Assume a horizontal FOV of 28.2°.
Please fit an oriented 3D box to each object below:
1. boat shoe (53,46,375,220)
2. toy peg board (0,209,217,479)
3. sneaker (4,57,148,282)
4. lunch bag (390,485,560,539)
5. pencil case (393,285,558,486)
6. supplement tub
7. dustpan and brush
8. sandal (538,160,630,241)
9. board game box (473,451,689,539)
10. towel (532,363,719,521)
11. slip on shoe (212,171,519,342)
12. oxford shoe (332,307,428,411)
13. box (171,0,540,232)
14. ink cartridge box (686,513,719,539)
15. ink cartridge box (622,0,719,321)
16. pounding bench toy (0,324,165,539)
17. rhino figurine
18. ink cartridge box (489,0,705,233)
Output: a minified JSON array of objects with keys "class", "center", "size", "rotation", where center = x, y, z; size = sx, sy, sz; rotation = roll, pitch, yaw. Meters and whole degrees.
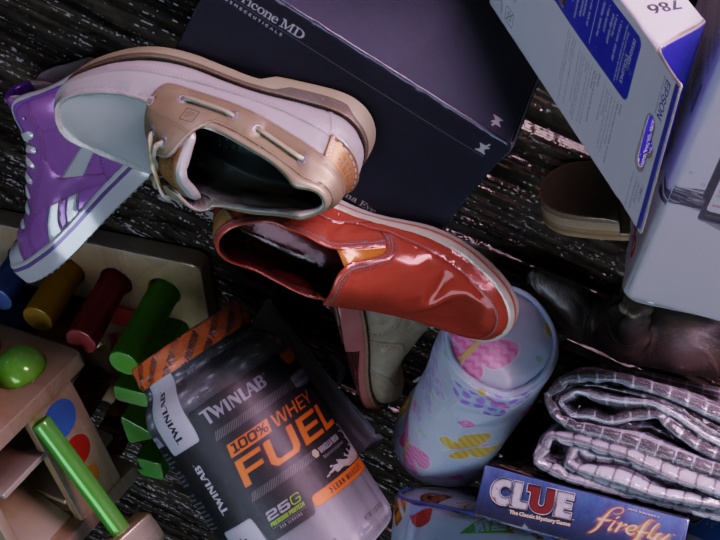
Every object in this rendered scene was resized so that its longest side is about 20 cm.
[{"class":"boat shoe","center":[-0.095,-0.077,0.824],"size":[0.198,0.069,0.075],"rotation":[8,136,19]},{"class":"toy peg board","center":[-0.222,0.069,1.169],"size":[0.197,0.098,0.201],"rotation":[11,137,14]},{"class":"sneaker","center":[-0.223,-0.080,1.043],"size":[0.114,0.073,0.200],"rotation":[40,125,-13]},{"class":"lunch bag","center":[0.128,0.213,1.059],"size":[0.199,0.076,0.160],"rotation":[13,-179,41]},{"class":"pencil case","center":[0.079,0.086,1.029],"size":[0.082,0.091,0.200],"rotation":[6,153,-7]},{"class":"supplement tub","center":[-0.076,0.131,1.053],"size":[0.122,0.122,0.201],"rotation":[-33,90,44]},{"class":"dustpan and brush","center":[-0.049,0.110,1.159],"size":[0.140,0.057,0.200],"rotation":[50,142,10]},{"class":"sandal","center":[0.217,-0.018,0.898],"size":[0.210,0.078,0.070],"rotation":[10,141,27]},{"class":"board game box","center":[0.158,0.163,1.002],"size":[0.134,0.035,0.200],"rotation":[14,178,12]},{"class":"towel","center":[0.224,0.116,0.967],"size":[0.198,0.086,0.166],"rotation":[13,179,12]},{"class":"slip on shoe","center":[0.000,0.000,0.867],"size":[0.199,0.061,0.074],"rotation":[23,138,-2]},{"class":"oxford shoe","center":[0.024,0.047,1.045],"size":[0.074,0.071,0.200],"rotation":[-16,155,-1]},{"class":"box","center":[-0.017,-0.107,0.887],"size":[0.199,0.105,0.182],"rotation":[31,140,-8]},{"class":"ink cartridge box","center":[0.221,0.252,1.138],"size":[0.199,0.117,0.067],"rotation":[-23,123,41]},{"class":"ink cartridge box","center":[0.212,-0.089,0.768],"size":[0.083,0.146,0.201],"rotation":[15,138,3]},{"class":"pounding bench toy","center":[-0.251,0.140,1.105],"size":[0.199,0.124,0.157],"rotation":[14,136,35]},{"class":"rhino figurine","center":[0.190,0.033,0.969],"size":[0.198,0.060,0.088],"rotation":[8,147,22]},{"class":"ink cartridge box","center":[0.126,-0.124,0.749],"size":[0.039,0.201,0.100],"rotation":[-11,140,-15]}]
